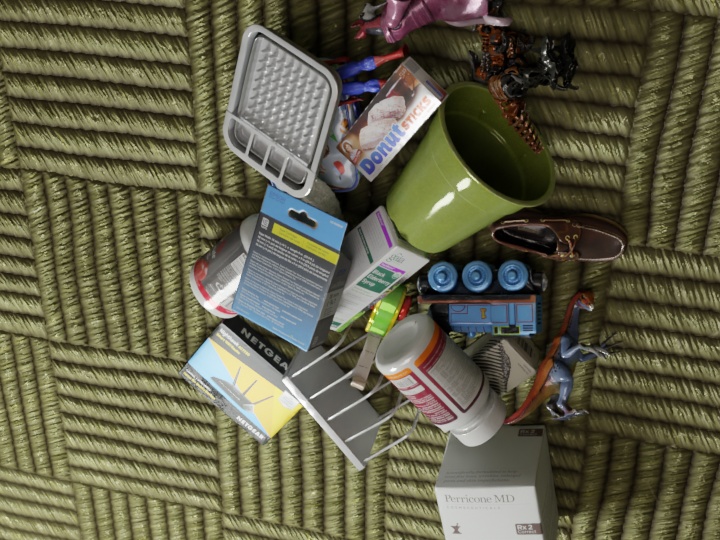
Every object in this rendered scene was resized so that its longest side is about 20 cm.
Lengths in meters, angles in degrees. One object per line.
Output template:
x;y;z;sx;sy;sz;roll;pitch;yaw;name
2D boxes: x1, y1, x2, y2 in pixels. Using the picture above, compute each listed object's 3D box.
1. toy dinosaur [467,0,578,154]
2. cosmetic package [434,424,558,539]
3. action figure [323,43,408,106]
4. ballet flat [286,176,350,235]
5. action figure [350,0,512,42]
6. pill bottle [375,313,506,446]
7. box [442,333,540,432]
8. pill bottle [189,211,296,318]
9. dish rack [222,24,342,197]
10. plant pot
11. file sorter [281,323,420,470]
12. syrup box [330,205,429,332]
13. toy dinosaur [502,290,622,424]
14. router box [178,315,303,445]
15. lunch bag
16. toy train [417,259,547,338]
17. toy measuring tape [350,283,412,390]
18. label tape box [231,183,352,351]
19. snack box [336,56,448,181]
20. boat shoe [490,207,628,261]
0.215;-0.264;1.298;0.135;0.102;0.201;-12;118;34;toy dinosaur
0.228;0.381;1.582;0.163;0.165;0.202;-6;115;19;cosmetic package
-0.025;-0.257;1.324;0.198;0.052;0.066;-9;107;20;action figure
-0.058;-0.073;1.441;0.071;0.073;0.200;-5;150;20;ballet flat
0.082;-0.343;1.266;0.198;0.134;0.150;-26;96;14;action figure
0.123;0.166;1.447;0.109;0.110;0.200;-32;115;29;pill bottle
0.185;0.168;1.541;0.082;0.069;0.200;43;120;-10;box
-0.170;-0.019;1.530;0.199;0.111;0.111;-36;102;29;pill bottle
-0.102;-0.219;1.322;0.171;0.043;0.201;37;131;21;dish rack
0.134;-0.123;1.351;0.200;0.201;0.190;41;132;-7;plant pot
-0.004;0.187;1.572;0.124;0.139;0.201;-33;104;27;file sorter
0.000;0.000;1.448;0.199;0.082;0.078;-38;144;27;syrup box
0.301;0.124;1.436;0.197;0.105;0.184;-6;75;2;toy dinosaur
-0.196;0.188;1.681;0.200;0.051;0.149;40;120;-5;router box
-0.066;-0.207;1.422;0.158;0.076;0.202;-3;115;16;lunch bag
0.181;0.044;1.450;0.197;0.087;0.116;-1;87;18;toy train
0.031;0.081;1.480;0.073;0.202;0.074;18;157;8;toy measuring tape
-0.091;-0.007;1.402;0.143;0.063;0.202;27;109;21;label tape box
0.039;-0.199;1.301;0.072;0.024;0.200;43;142;-2;snack box
0.285;-0.045;1.398;0.197;0.070;0.071;9;118;11;boat shoe
